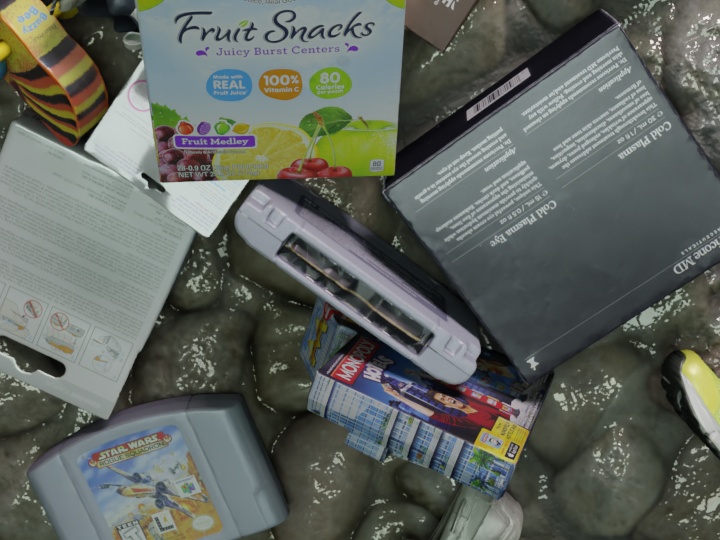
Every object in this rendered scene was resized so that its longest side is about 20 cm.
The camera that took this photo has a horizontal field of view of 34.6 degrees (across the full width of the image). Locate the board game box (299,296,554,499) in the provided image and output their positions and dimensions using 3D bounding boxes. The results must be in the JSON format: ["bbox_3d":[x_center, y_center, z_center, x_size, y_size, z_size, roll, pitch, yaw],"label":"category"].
[{"bbox_3d":[0.033,0.092,0.877,0.199,0.200,0.062,23,108,11],"label":"board game box"}]

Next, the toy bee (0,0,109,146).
[{"bbox_3d":[-0.258,-0.180,0.820,0.199,0.131,0.109,26,150,-18],"label":"toy bee"}]

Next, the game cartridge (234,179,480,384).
[{"bbox_3d":[0.000,0.000,0.858,0.200,0.133,0.041,36,107,-6],"label":"game cartridge"}]

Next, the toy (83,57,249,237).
[{"bbox_3d":[-0.101,-0.140,0.866,0.115,0.047,0.200,36,102,-4],"label":"toy"}]

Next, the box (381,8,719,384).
[{"bbox_3d":[0.148,-0.054,0.846,0.200,0.104,0.182,-34,102,14],"label":"box"}]

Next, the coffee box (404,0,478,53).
[{"bbox_3d":[0.008,-0.258,0.802,0.200,0.080,0.115,32,108,-7],"label":"coffee box"}]

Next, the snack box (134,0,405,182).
[{"bbox_3d":[-0.057,-0.151,0.757,0.168,0.068,0.200,-3,137,-4],"label":"snack box"}]

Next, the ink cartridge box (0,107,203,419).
[{"bbox_3d":[-0.230,-0.004,0.921,0.162,0.057,0.200,26,113,-4],"label":"ink cartridge box"}]

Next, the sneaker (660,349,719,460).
[{"bbox_3d":[0.318,0.122,0.913,0.090,0.078,0.200,-44,106,7],"label":"sneaker"}]

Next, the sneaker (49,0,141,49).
[{"bbox_3d":[-0.181,-0.239,0.796,0.129,0.079,0.199,-39,96,-8],"label":"sneaker"}]

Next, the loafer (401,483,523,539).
[{"bbox_3d":[0.054,0.256,0.975,0.070,0.070,0.200,38,99,-3],"label":"loafer"}]

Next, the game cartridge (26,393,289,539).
[{"bbox_3d":[-0.175,0.180,0.981,0.199,0.042,0.134,-19,110,10],"label":"game cartridge"}]
